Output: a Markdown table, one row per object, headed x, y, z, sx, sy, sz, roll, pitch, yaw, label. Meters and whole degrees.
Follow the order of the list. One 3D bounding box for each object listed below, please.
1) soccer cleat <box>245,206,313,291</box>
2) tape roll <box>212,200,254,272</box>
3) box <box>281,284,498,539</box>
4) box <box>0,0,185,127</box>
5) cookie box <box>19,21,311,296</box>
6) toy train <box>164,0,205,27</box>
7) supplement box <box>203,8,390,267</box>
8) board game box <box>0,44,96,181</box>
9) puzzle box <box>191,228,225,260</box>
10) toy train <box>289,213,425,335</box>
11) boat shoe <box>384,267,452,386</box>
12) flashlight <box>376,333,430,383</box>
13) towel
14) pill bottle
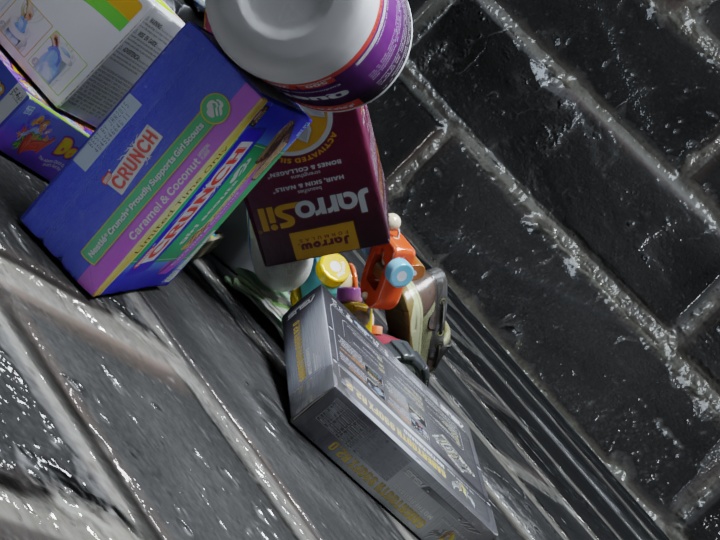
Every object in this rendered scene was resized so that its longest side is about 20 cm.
| x | y | z | sx | sy | sz | roll | pitch | yaw | label |
| --- | --- | --- | --- | --- | --- | --- | --- | --- | --- |
| -0.073 | -0.083 | 1.501 | 0.086 | 0.069 | 0.202 | 120 | -39 | -68 | soccer cleat |
| -0.138 | -0.077 | 1.638 | 0.200 | 0.066 | 0.200 | 47 | 6 | -6 | tape roll |
| 0.021 | 0.125 | 1.367 | 0.200 | 0.048 | 0.159 | 44 | 17 | -25 | box |
| -0.230 | -0.213 | 1.255 | 0.200 | 0.101 | 0.112 | 47 | 5 | 14 | box |
| -0.126 | -0.071 | 1.155 | 0.075 | 0.171 | 0.200 | 43 | 6 | 5 | cookie box |
| -0.144 | -0.224 | 1.558 | 0.114 | 0.086 | 0.199 | 40 | 14 | 34 | toy train |
| -0.048 | -0.113 | 1.343 | 0.086 | 0.109 | 0.202 | -94 | 171 | -53 | supplement box |
| -0.239 | -0.118 | 1.274 | 0.135 | 0.045 | 0.200 | 49 | 6 | 28 | board game box |
| -0.201 | -0.090 | 1.465 | 0.200 | 0.025 | 0.133 | 47 | 6 | -1 | puzzle box |
| 0.000 | 0.000 | 1.486 | 0.055 | 0.152 | 0.200 | 7 | 20 | -27 | toy train |
| 0.064 | 0.071 | 1.746 | 0.201 | 0.064 | 0.074 | 90 | -24 | -56 | boat shoe |
| 0.004 | 0.065 | 1.709 | 0.200 | 0.067 | 0.068 | -127 | -163 | -57 | flashlight |
| -0.035 | 0.080 | 1.534 | 0.200 | 0.023 | 0.152 | 47 | 5 | 13 | towel |
| -0.027 | -0.168 | 1.129 | 0.113 | 0.112 | 0.200 | 47 | 6 | 10 | pill bottle |
